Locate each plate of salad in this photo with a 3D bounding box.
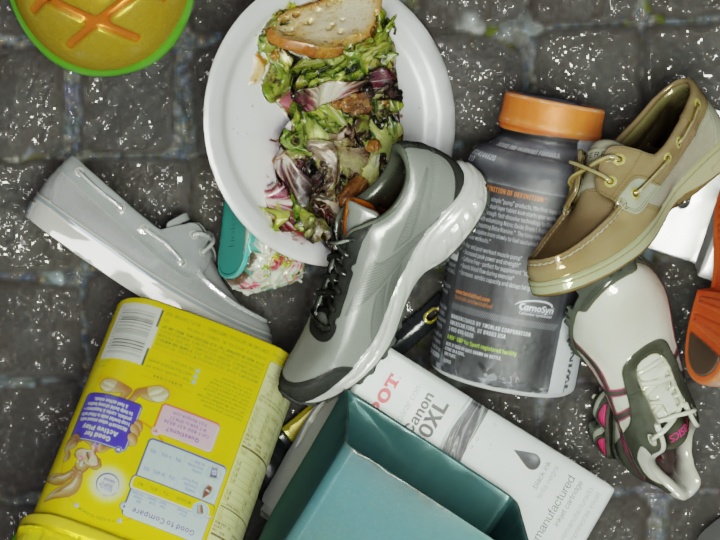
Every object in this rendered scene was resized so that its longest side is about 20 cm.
[{"bbox_3d":[-0.014,-0.103,1.440,0.199,0.048,0.201,-1,92,-31],"label":"plate of salad"}]

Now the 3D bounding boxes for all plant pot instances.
[{"bbox_3d":[-0.005,0.211,1.351,0.141,0.141,0.200,33,99,-7],"label":"plant pot"}]

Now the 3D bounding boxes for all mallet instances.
[{"bbox_3d":[-0.020,0.079,1.516,0.066,0.041,0.200,43,95,-4],"label":"mallet"}]

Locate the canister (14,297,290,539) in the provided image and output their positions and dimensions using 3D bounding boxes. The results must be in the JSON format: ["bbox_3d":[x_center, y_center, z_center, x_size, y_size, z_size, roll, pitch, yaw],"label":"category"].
[{"bbox_3d":[-0.135,0.133,1.429,0.148,0.087,0.201,21,62,-3],"label":"canister"}]

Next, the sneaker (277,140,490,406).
[{"bbox_3d":[0.000,0.000,1.409,0.079,0.074,0.201,31,95,-30],"label":"sneaker"}]

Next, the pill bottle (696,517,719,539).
[{"bbox_3d":[0.316,0.258,1.462,0.112,0.112,0.201,-31,94,9],"label":"pill bottle"}]

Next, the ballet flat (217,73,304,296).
[{"bbox_3d":[-0.059,-0.081,1.485,0.064,0.076,0.201,8,89,-33],"label":"ballet flat"}]

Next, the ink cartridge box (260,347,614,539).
[{"bbox_3d":[0.051,0.159,1.464,0.199,0.083,0.146,32,85,-7],"label":"ink cartridge box"}]

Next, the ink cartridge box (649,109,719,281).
[{"bbox_3d":[0.304,-0.034,1.449,0.199,0.067,0.118,18,99,4],"label":"ink cartridge box"}]

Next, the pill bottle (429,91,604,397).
[{"bbox_3d":[0.116,-0.021,1.451,0.106,0.106,0.201,11,98,4],"label":"pill bottle"}]

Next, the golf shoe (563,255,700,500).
[{"bbox_3d":[0.195,0.070,1.418,0.077,0.088,0.200,-31,137,-12],"label":"golf shoe"}]

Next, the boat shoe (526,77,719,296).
[{"bbox_3d":[0.168,-0.056,1.375,0.074,0.200,0.067,-5,120,48],"label":"boat shoe"}]

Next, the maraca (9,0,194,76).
[{"bbox_3d":[-0.182,-0.235,1.455,0.136,0.107,0.201,-6,96,-1],"label":"maraca"}]

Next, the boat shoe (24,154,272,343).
[{"bbox_3d":[-0.141,-0.011,1.503,0.199,0.072,0.069,32,87,3],"label":"boat shoe"}]

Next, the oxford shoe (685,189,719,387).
[{"bbox_3d":[0.277,-0.016,1.397,0.073,0.071,0.201,14,98,-24],"label":"oxford shoe"}]

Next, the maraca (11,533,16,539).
[{"bbox_3d":[-0.203,0.242,1.513,0.137,0.107,0.200,41,115,-5],"label":"maraca"}]
